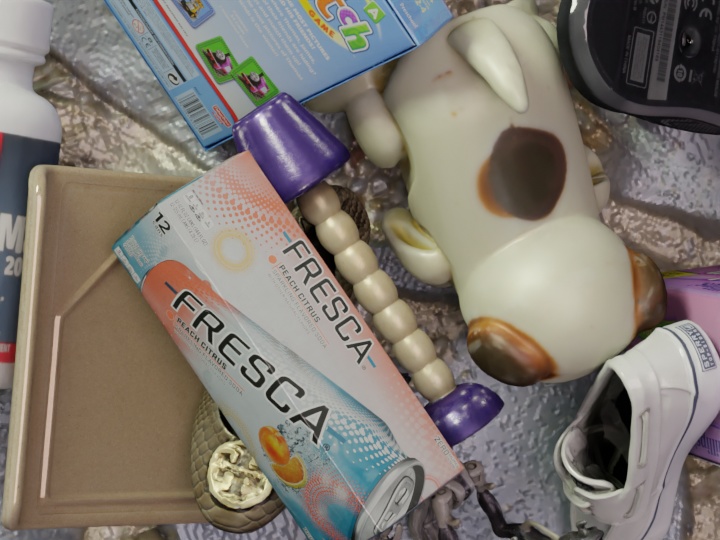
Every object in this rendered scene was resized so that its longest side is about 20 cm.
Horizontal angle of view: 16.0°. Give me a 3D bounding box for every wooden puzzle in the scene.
[{"bbox_3d":[-0.114,0.042,1.359,0.199,0.037,0.186,3,93,-49],"label":"wooden puzzle"}]

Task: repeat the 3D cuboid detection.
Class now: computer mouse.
[{"bbox_3d":[0.169,-0.112,1.365,0.199,0.053,0.139,16,85,-38],"label":"computer mouse"}]

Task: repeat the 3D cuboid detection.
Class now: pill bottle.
[{"bbox_3d":[-0.218,-0.046,1.329,0.119,0.120,0.201,8,91,-14],"label":"pill bottle"}]

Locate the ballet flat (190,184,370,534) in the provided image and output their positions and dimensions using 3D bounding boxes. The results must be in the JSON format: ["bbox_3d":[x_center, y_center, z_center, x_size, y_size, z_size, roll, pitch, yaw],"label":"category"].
[{"bbox_3d":[-0.040,0.043,1.360,0.067,0.046,0.201,19,69,5],"label":"ballet flat"}]

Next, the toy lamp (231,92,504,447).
[{"bbox_3d":[0.000,0.000,1.334,0.058,0.058,0.201,-32,96,-10],"label":"toy lamp"}]

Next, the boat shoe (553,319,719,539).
[{"bbox_3d":[0.137,0.099,1.397,0.065,0.201,0.074,-16,54,-23],"label":"boat shoe"}]

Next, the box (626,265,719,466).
[{"bbox_3d":[0.269,0.043,1.423,0.199,0.176,0.097,-8,95,-12],"label":"box"}]

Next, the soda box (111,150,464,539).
[{"bbox_3d":[-0.038,0.044,1.299,0.068,0.064,0.200,-33,87,-36],"label":"soda box"}]

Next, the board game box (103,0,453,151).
[{"bbox_3d":[-0.060,-0.156,1.325,0.037,0.200,0.152,-41,103,-36],"label":"board game box"}]

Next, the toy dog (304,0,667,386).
[{"bbox_3d":[0.087,-0.039,1.373,0.139,0.194,0.201,-24,92,-23],"label":"toy dog"}]

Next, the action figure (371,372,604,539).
[{"bbox_3d":[0.030,0.130,1.394,0.119,0.200,0.102,-30,144,-46],"label":"action figure"}]
